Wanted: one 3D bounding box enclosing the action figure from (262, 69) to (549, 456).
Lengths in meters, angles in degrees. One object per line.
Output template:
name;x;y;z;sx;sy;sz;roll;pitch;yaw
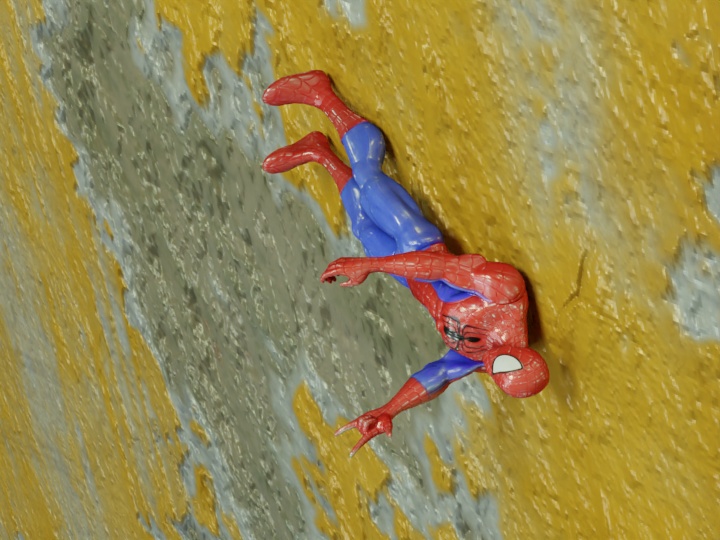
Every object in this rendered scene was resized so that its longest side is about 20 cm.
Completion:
action figure;0.000;0.000;1.103;0.200;0.099;0.065;45;150;36
